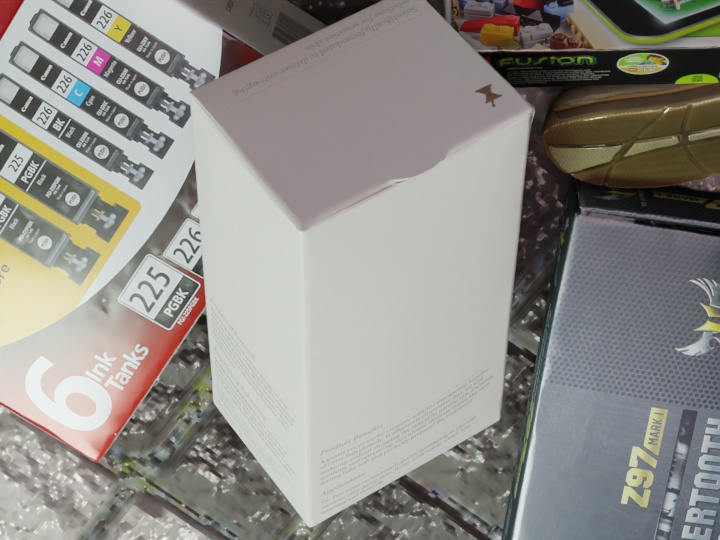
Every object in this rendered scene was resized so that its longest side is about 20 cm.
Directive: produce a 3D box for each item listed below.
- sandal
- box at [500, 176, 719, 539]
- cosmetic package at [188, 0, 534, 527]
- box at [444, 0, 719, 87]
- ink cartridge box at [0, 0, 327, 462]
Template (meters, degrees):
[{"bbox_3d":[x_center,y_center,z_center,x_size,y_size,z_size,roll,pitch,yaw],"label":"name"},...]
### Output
[{"bbox_3d":[0.175,-0.074,0.886,0.199,0.054,0.080,-2,148,6],"label":"sandal"},{"bbox_3d":[0.154,0.065,0.947,0.157,0.051,0.201,9,112,-1],"label":"box"},{"bbox_3d":[0.000,0.000,0.847,0.107,0.085,0.200,-26,145,-21],"label":"cosmetic package"},{"bbox_3d":[0.132,-0.130,0.843,0.199,0.035,0.110,-2,70,4],"label":"box"},{"bbox_3d":[-0.129,-0.051,0.898,0.175,0.084,0.200,31,111,-9],"label":"ink cartridge box"}]
